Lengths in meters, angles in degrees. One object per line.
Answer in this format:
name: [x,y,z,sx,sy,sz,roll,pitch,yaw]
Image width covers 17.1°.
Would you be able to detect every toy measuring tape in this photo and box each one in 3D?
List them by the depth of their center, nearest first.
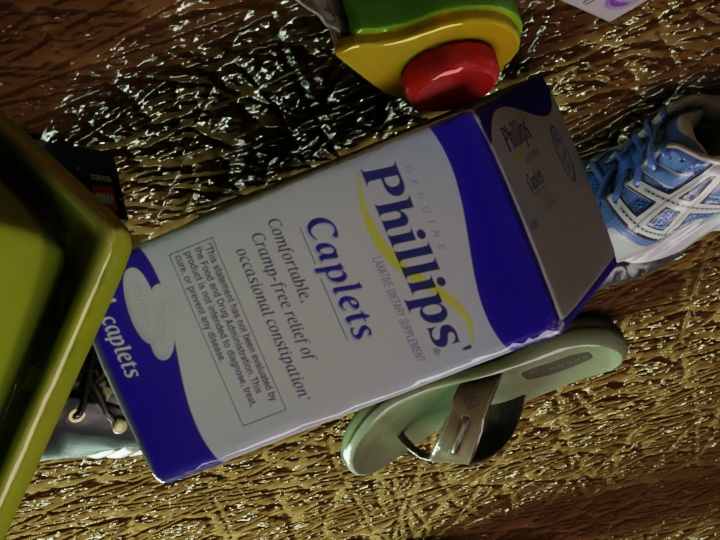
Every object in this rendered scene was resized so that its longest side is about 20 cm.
toy measuring tape: [0.017,-0.114,0.972,0.073,0.074,0.200,-23,157,18]

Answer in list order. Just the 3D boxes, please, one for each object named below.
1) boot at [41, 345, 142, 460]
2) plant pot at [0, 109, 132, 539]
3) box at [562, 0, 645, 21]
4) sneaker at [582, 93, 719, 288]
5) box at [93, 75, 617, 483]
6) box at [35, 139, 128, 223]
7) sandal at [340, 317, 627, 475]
boot: [-0.157,0.053,1.143,0.150,0.073,0.200,-2,160,-27]
plant pot: [-0.213,0.010,0.885,0.181,0.199,0.200,-1,122,-50]
box: [0.057,-0.147,0.955,0.041,0.039,0.200,-27,155,30]
sneaker: [0.152,-0.050,1.231,0.200,0.076,0.077,-20,135,12]
box: [0.000,0.000,1.096,0.200,0.105,0.184,-22,-176,16]
box: [-0.225,-0.020,1.076,0.200,0.038,0.137,8,148,-44]
sandal: [0.076,0.088,1.505,0.201,0.057,0.080,-24,157,19]
